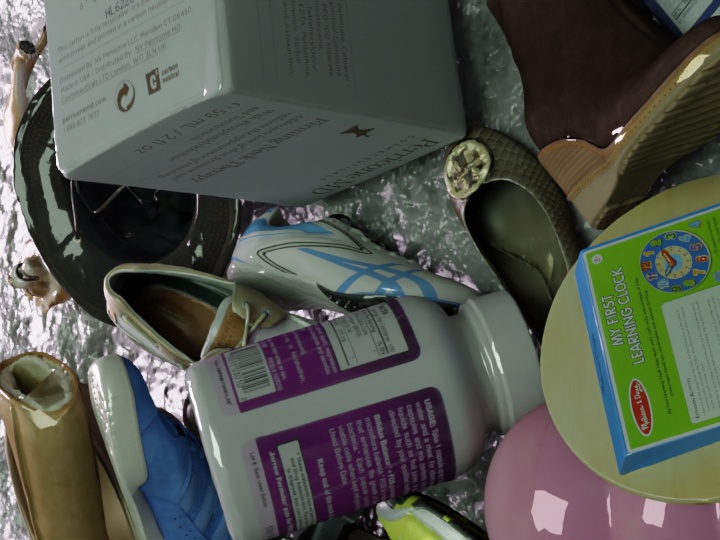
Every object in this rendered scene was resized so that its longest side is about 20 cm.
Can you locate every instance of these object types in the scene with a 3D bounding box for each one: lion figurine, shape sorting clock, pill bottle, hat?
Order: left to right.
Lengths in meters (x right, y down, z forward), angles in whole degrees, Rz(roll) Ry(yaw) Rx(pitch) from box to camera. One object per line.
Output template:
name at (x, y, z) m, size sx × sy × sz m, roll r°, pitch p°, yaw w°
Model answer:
lion figurine at (-0.238, -0.078, 1.448) m, size 0.123 × 0.072 × 0.201 m, roll -50°, pitch 46°, yaw 49°
hat at (-0.149, -0.059, 1.339) m, size 0.199 × 0.081 × 0.202 m, roll 1°, pitch 91°, yaw 28°
pill bottle at (0.005, 0.080, 1.114) m, size 0.112 × 0.198 × 0.113 m, roll 164°, pitch 90°, yaw -83°
shape sorting clock at (0.189, 0.033, 1.004) m, size 0.198 × 0.039 × 0.201 m, roll -14°, pitch 51°, yaw 18°

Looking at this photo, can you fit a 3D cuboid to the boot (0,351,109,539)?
boot at (-0.181, 0.173, 1.230) m, size 0.175 × 0.066 × 0.202 m, roll 25°, pitch 128°, yaw 51°

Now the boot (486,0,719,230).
boot at (0.133, -0.132, 1.046) m, size 0.167 × 0.072 × 0.200 m, roll 68°, pitch 155°, yaw 17°

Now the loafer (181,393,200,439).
loafer at (-0.059, 0.107, 1.285) m, size 0.199 × 0.063 × 0.073 m, roll 9°, pitch 100°, yaw 43°

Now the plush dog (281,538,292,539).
plush dog at (-0.029, 0.287, 1.200) m, size 0.160 × 0.172 × 0.200 m, roll -43°, pitch 74°, yaw 6°

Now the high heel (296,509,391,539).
high heel at (0.039, 0.228, 1.224) m, size 0.200 × 0.071 × 0.143 m, roll 43°, pitch 151°, yaw 13°

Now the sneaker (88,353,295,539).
sneaker at (-0.098, 0.121, 1.198) m, size 0.077 × 0.110 × 0.201 m, roll -127°, pitch 19°, yaw -56°

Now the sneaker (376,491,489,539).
sneaker at (0.076, 0.211, 1.117) m, size 0.200 × 0.075 × 0.076 m, roll 44°, pitch 95°, yaw 15°

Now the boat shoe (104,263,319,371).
boat shoe at (-0.080, 0.048, 1.222) m, size 0.199 × 0.068 × 0.075 m, roll 17°, pitch 78°, yaw 20°

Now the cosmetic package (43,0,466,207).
cosmetic package at (-0.067, -0.148, 1.167) m, size 0.167 × 0.199 × 0.168 m, roll -21°, pitch 71°, yaw 44°

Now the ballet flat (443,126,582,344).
ballet flat at (0.103, -0.004, 1.134) m, size 0.067 × 0.046 × 0.201 m, roll -44°, pitch 64°, yaw 35°

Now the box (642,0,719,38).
box at (0.219, -0.158, 1.022) m, size 0.121 × 0.032 × 0.201 m, roll -51°, pitch 58°, yaw 33°

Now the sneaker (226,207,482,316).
sneaker at (0.000, 0.000, 1.223) m, size 0.199 × 0.072 × 0.073 m, roll 14°, pitch 70°, yaw 34°

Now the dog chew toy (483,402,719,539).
dog chew toy at (0.168, 0.127, 1.038) m, size 0.199 × 0.124 × 0.126 m, roll -7°, pitch 88°, yaw 36°

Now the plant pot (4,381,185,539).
plant pot at (-0.168, 0.159, 1.353) m, size 0.200 × 0.092 × 0.202 m, roll 35°, pitch 137°, yaw 41°
